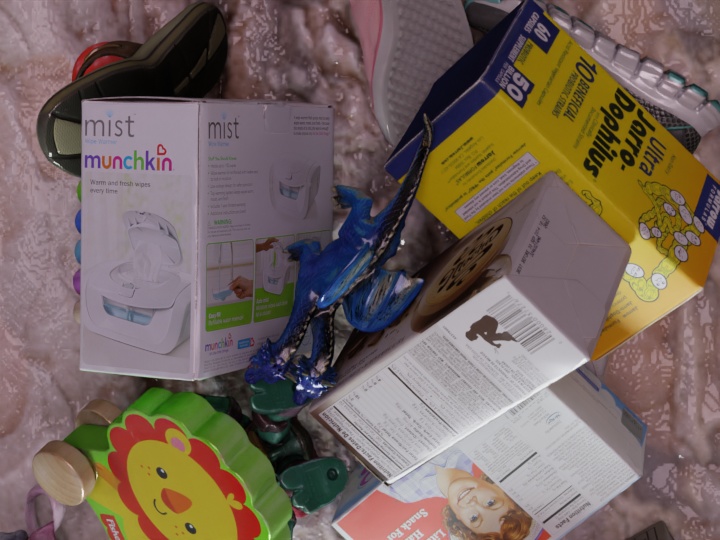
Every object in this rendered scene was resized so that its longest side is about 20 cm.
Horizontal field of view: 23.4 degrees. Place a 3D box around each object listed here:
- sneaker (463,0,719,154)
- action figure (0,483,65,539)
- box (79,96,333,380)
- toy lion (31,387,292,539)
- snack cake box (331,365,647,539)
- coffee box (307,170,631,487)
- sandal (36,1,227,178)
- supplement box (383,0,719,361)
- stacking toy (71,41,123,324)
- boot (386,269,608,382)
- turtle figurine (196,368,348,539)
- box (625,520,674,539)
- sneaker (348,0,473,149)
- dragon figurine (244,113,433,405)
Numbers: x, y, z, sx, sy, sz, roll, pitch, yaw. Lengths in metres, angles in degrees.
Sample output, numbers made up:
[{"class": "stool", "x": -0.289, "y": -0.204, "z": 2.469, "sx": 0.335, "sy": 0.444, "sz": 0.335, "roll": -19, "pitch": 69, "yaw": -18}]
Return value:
[{"class": "sneaker", "x": 0.151, "y": -0.124, "z": 1.215, "sx": 0.199, "sy": 0.078, "sz": 0.092, "roll": 30, "pitch": 102, "yaw": 5}, {"class": "action figure", "x": -0.217, "y": 0.282, "z": 1.289, "sx": 0.200, "sy": 0.134, "sz": 0.149, "roll": 40, "pitch": 57, "yaw": -9}, {"class": "box", "x": -0.097, "y": -0.027, "z": 1.174, "sx": 0.096, "sy": 0.200, "sz": 0.179, "roll": 2, "pitch": 96, "yaw": 24}, {"class": "toy lion", "x": -0.120, "y": 0.169, "z": 1.178, "sx": 0.190, "sy": 0.069, "sz": 0.202, "roll": 2, "pitch": 122, "yaw": 39}, {"class": "snack cake box", "x": 0.089, "y": 0.143, "z": 1.205, "sx": 0.115, "sy": 0.067, "sz": 0.200, "roll": 43, "pitch": 118, "yaw": -10}, {"class": "coffee box", "x": 0.069, "y": 0.041, "z": 1.115, "sx": 0.080, "sy": 0.113, "sz": 0.200, "roll": 42, "pitch": 132, "yaw": -11}, {"class": "sandal", "x": -0.161, "y": -0.126, "z": 1.201, "sx": 0.057, "sy": 0.201, "sz": 0.080, "roll": 17, "pitch": 125, "yaw": 22}, {"class": "supplement box", "x": 0.134, "y": -0.059, "z": 1.157, "sx": 0.200, "sy": 0.109, "sz": 0.109, "roll": 42, "pitch": 133, "yaw": -10}, {"class": "stacking toy", "x": -0.176, "y": -0.064, "z": 1.253, "sx": 0.084, "sy": 0.085, "sz": 0.202, "roll": -8, "pitch": 89, "yaw": 7}, {"class": "boot", "x": 0.076, "y": 0.061, "z": 1.237, "sx": 0.198, "sy": 0.074, "sz": 0.097, "roll": 12, "pitch": 103, "yaw": 11}, {"class": "turtle figurine", "x": -0.076, "y": 0.136, "z": 1.221, "sx": 0.100, "sy": 0.200, "sz": 0.150, "roll": -38, "pitch": 90, "yaw": -30}, {"class": "box", "x": 0.156, "y": 0.280, "z": 1.217, "sx": 0.199, "sy": 0.128, "sz": 0.110, "roll": -30, "pitch": 92, "yaw": 8}, {"class": "sneaker", "x": 0.025, "y": -0.188, "z": 1.228, "sx": 0.075, "sy": 0.105, "sz": 0.202, "roll": -18, "pitch": 123, "yaw": -16}, {"class": "dragon figurine", "x": 0.000, "y": 0.000, "z": 1.112, "sx": 0.059, "sy": 0.100, "sz": 0.200, "roll": 31, "pitch": 118, "yaw": -31}]
